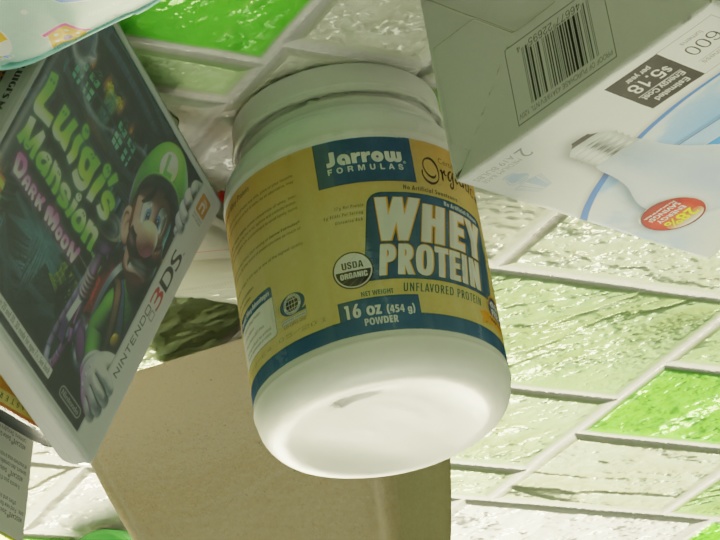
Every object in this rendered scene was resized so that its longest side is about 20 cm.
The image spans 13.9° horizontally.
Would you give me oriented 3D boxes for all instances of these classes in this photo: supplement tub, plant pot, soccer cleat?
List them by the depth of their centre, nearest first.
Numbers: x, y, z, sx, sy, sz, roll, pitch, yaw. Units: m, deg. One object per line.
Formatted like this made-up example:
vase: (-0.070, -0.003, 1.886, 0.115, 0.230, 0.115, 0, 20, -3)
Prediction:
supplement tub: (0.000, 0.000, 1.654, 0.144, 0.201, 0.145, -8, 152, -4)
soccer cleat: (-0.101, -0.011, 1.740, 0.078, 0.069, 0.200, -49, 135, 11)
plant pot: (-0.044, 0.127, 1.842, 0.199, 0.178, 0.200, -16, 178, 15)

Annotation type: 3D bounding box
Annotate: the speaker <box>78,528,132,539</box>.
speaker: (-0.146, 0.258, 2.243, 0.088, 0.089, 0.200, -21, 151, 22)

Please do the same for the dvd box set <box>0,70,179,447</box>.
dvd box set: (-0.169, -0.019, 1.578, 0.029, 0.201, 0.146, 8, 164, 30)

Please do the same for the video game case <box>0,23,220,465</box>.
video game case: (-0.150, -0.025, 1.553, 0.023, 0.182, 0.200, 8, 148, 28)

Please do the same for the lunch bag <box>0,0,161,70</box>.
lunch bag: (-0.160, -0.176, 1.399, 0.200, 0.077, 0.160, -23, 150, 25)

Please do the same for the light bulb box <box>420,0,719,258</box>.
light bulb box: (0.175, -0.119, 1.568, 0.200, 0.125, 0.198, 15, 144, -38)

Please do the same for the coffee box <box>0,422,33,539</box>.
coffee box: (-0.307, 0.039, 1.598, 0.199, 0.198, 0.200, -7, 156, 24)
